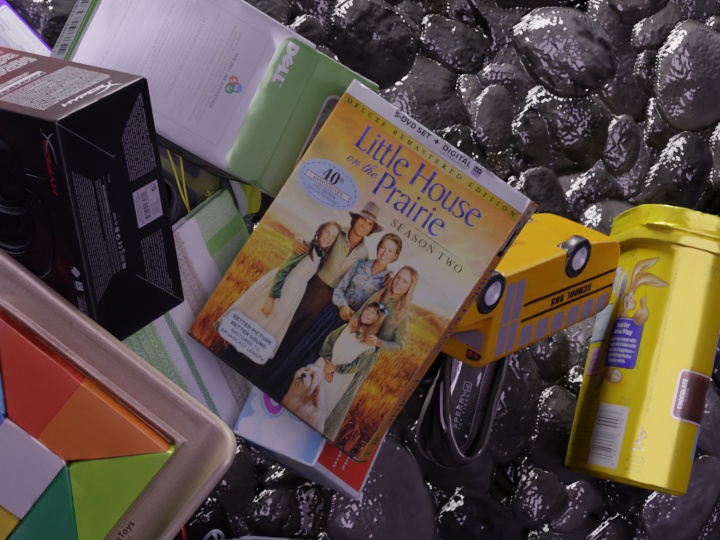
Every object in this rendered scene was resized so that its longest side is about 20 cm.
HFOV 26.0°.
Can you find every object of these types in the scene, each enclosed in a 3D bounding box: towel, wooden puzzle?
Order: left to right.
[{"bbox_3d":[-0.199,0.110,0.892,0.200,0.037,0.185,39,96,-4],"label":"wooden puzzle"},{"bbox_3d":[-0.129,0.057,1.041,0.200,0.030,0.150,-43,121,-39],"label":"towel"}]

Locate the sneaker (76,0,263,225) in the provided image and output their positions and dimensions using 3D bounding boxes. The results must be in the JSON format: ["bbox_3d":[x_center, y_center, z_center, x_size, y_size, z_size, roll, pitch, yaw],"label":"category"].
[{"bbox_3d":[-0.145,-0.110,1.080,0.084,0.074,0.201,-36,101,-19],"label":"sneaker"}]

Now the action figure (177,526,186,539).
[{"bbox_3d":[-0.146,0.184,1.076,0.065,0.052,0.202,-4,91,-30],"label":"action figure"}]

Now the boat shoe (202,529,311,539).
[{"bbox_3d":[-0.066,0.218,1.082,0.200,0.065,0.075,4,105,-35],"label":"boat shoe"}]

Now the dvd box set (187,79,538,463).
[{"bbox_3d":[0.000,0.000,1.006,0.146,0.029,0.201,36,95,14],"label":"dvd box set"}]

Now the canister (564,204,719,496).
[{"bbox_3d":[0.219,0.062,1.184,0.086,0.149,0.202,14,85,-3],"label":"canister"}]

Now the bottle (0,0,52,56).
[{"bbox_3d":[-0.260,-0.145,1.033,0.083,0.065,0.200,-38,105,16],"label":"bottle"}]

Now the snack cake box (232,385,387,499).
[{"bbox_3d":[-0.004,0.048,1.104,0.067,0.115,0.201,20,78,20],"label":"snack cake box"}]

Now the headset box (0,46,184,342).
[{"bbox_3d":[-0.211,-0.052,0.954,0.075,0.199,0.150,-34,129,-42],"label":"headset box"}]

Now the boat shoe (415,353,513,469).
[{"bbox_3d":[0.092,0.052,1.180,0.066,0.057,0.202,16,82,-21],"label":"boat shoe"}]

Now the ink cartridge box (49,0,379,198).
[{"bbox_3d":[-0.098,-0.126,1.033,0.199,0.059,0.105,28,85,-25],"label":"ink cartridge box"}]

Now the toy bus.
[{"bbox_3d":[0.104,0.010,1.101,0.199,0.065,0.079,-19,126,-47],"label":"toy bus"}]
